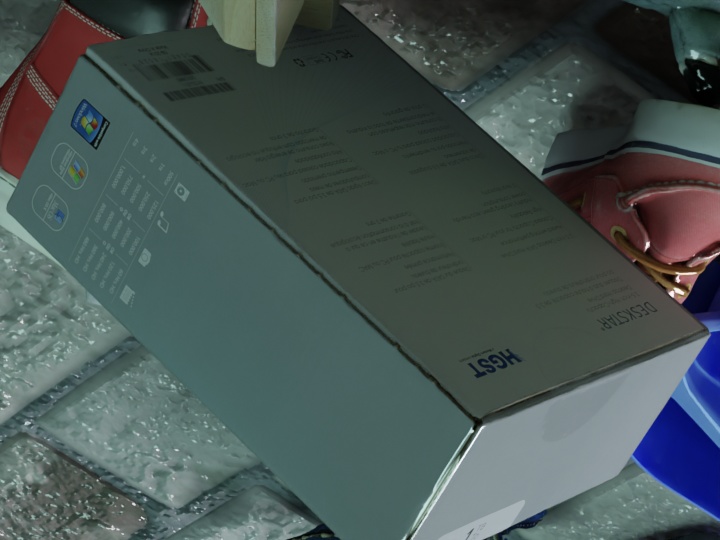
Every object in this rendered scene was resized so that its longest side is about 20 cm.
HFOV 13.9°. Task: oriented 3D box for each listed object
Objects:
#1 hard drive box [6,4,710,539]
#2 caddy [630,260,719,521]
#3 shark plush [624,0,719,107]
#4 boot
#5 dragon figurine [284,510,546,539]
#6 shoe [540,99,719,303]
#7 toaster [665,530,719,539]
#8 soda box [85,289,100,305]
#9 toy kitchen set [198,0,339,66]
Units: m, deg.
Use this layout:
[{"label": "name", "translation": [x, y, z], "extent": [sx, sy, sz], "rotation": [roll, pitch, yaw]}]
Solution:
[{"label": "hard drive box", "translation": [0.000, 0.000, 1.057], "extent": [0.200, 0.156, 0.077], "rotation": [43, 122, 22]}, {"label": "caddy", "translation": [0.197, 0.064, 1.224], "extent": [0.200, 0.105, 0.141], "rotation": [33, 144, -16]}, {"label": "shark plush", "translation": [0.122, -0.094, 1.076], "extent": [0.091, 0.083, 0.200], "rotation": [-14, 132, 39]}, {"label": "boot", "translation": [-0.050, -0.043, 1.193], "extent": [0.200, 0.072, 0.144], "rotation": [34, 111, 3]}, {"label": "dragon figurine", "translation": [0.001, 0.134, 1.456], "extent": [0.199, 0.059, 0.100], "rotation": [10, 143, 14]}, {"label": "shoe", "translation": [0.111, -0.007, 1.122], "extent": [0.071, 0.091, 0.200], "rotation": [19, 173, -14]}, {"label": "toaster", "translation": [0.143, 0.215, 1.428], "extent": [0.114, 0.129, 0.200], "rotation": [39, 141, -21]}, {"label": "soda box", "translation": [-0.017, -0.001, 1.283], "extent": [0.199, 0.064, 0.068], "rotation": [17, 144, 6]}, {"label": "toy kitchen set", "translation": [-0.087, -0.166, 1.018], "extent": [0.180, 0.163, 0.200], "rotation": [15, 144, 8]}]
